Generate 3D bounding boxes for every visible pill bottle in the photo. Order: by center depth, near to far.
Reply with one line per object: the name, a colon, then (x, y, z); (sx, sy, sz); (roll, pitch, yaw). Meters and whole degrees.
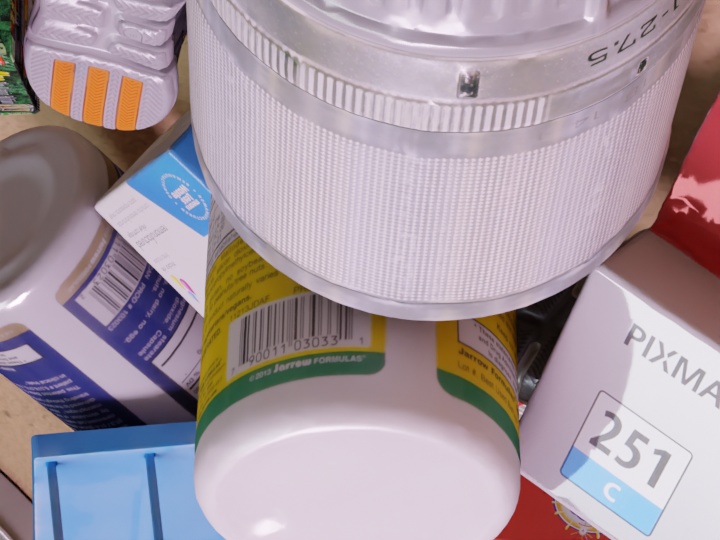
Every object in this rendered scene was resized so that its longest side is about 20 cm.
pill bottle: (0.000, 0.000, 0.922); (0.113, 0.200, 0.113); (0, 144, 0)
pill bottle: (-0.113, 0.028, 1.248); (0.111, 0.111, 0.200); (15, 158, 46)

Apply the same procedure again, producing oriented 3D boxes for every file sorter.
file sorter: (-0.053, 0.153, 1.234); (0.139, 0.200, 0.123); (102, 162, -60)

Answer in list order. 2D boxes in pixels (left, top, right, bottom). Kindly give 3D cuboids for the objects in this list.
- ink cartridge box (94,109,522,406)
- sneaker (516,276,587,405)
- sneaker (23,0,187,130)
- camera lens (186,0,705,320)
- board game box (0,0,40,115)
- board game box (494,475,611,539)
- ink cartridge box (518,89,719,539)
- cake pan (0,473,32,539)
ink cartridge box: (-0.012, 0.009, 1.132); (0.200, 0.067, 0.116); (45, 157, -7)
sneaker: (0.100, 0.054, 1.029); (0.200, 0.075, 0.116); (30, 156, 24)
sneaker: (-0.077, -0.144, 0.911); (0.077, 0.112, 0.200); (18, 151, -7)
camera lens: (0.026, -0.090, 0.788); (0.160, 0.160, 0.200); (35, 156, 16)
board game box: (-0.139, -0.122, 0.996); (0.200, 0.023, 0.105); (157, 110, -85)
board game box: (0.129, 0.117, 0.996); (0.200, 0.040, 0.153); (4, 157, 24)
ink cartridge box: (0.164, 0.047, 0.844); (0.200, 0.045, 0.176); (35, 124, 18)
cake pan: (-0.286, 0.184, 1.896); (0.200, 0.037, 0.200); (34, 155, 18)
